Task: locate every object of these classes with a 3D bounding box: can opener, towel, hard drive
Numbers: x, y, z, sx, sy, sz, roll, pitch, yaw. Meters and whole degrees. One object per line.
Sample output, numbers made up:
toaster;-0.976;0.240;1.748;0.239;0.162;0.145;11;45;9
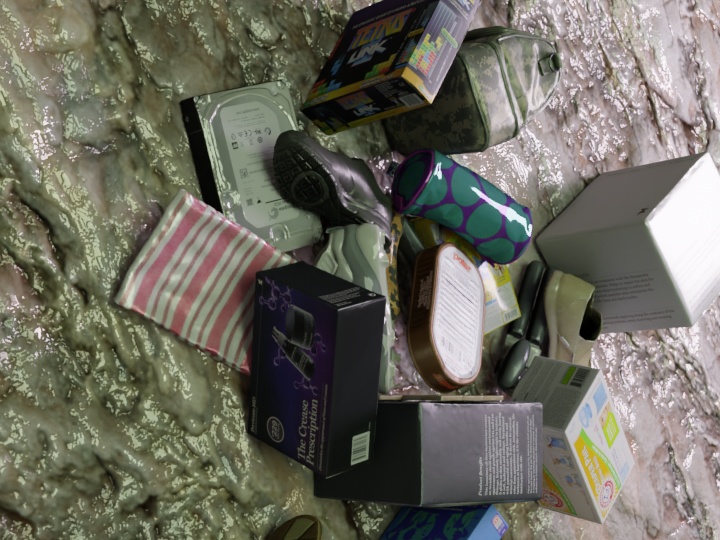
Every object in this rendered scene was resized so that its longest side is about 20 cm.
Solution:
can opener;0.230;0.078;1.863;0.052;0.066;0.201;22;64;-7
towel;-0.162;0.016;1.540;0.200;0.030;0.147;33;82;-34
hard drive;-0.124;-0.115;1.611;0.139;0.038;0.201;-17;97;-39

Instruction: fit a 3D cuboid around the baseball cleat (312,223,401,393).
baseball cleat;-0.009;0.047;1.612;0.106;0.070;0.201;-4;91;1

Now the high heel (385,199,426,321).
high heel;0.000;0.000;1.689;0.200;0.071;0.143;-44;104;-33

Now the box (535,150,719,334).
box;0.398;-0.035;1.929;0.200;0.198;0.172;-43;111;-36

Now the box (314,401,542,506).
box;0.079;0.215;1.638;0.198;0.199;0.124;6;82;-38

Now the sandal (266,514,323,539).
sandal;-0.083;0.379;1.570;0.054;0.080;0.201;28;69;-51

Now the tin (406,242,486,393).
tin;0.108;0.055;1.684;0.112;0.042;0.201;43;41;-38

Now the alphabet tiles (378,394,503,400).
alphabet tiles;0.065;0.150;1.632;0.166;0.199;0.008;5;83;-39

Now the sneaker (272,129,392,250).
sneaker;-0.031;-0.105;1.628;0.200;0.076;0.091;46;43;-37

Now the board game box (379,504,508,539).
board game box;0.066;0.362;1.642;0.045;0.152;0.200;54;55;-22

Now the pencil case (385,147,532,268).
pencil case;0.127;-0.078;1.722;0.199;0.085;0.093;27;106;-35

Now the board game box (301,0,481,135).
board game box;0.035;-0.258;1.652;0.057;0.199;0.166;39;62;-28

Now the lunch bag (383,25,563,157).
lunch bag;0.137;-0.231;1.739;0.167;0.199;0.140;-25;104;-35

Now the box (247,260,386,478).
box;-0.052;0.108;1.537;0.079;0.141;0.201;-12;115;-40

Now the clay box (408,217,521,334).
clay box;0.133;-0.014;1.805;0.115;0.047;0.201;-23;98;-39

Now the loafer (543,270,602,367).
loafer;0.296;0.090;1.881;0.076;0.068;0.201;-56;142;-38

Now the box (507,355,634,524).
box;0.278;0.227;1.829;0.113;0.101;0.201;-54;136;-30
